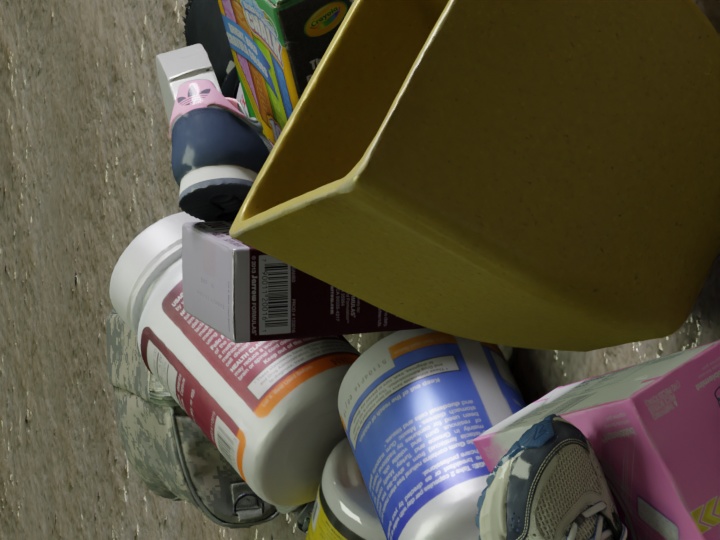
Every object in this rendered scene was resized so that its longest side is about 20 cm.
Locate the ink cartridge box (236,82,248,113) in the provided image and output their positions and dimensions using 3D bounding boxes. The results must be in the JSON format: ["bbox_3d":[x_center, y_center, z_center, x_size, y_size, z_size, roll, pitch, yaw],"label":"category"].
[{"bbox_3d":[-0.022,-0.086,1.706,0.200,0.085,0.145,-110,27,-42],"label":"ink cartridge box"}]

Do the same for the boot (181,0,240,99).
[{"bbox_3d":[-0.085,-0.173,1.880,0.198,0.073,0.163,109,149,-54],"label":"boot"}]

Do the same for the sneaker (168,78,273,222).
[{"bbox_3d":[-0.073,-0.068,1.551,0.200,0.070,0.082,51,-152,-76],"label":"sneaker"}]

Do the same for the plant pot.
[{"bbox_3d":[0.086,-0.061,1.233,0.196,0.200,0.194,-63,15,-16],"label":"plant pot"}]

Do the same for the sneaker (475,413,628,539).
[{"bbox_3d":[0.121,0.153,1.184,0.085,0.077,0.200,24,145,41],"label":"sneaker"}]

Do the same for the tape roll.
[{"bbox_3d":[-0.110,-0.070,1.805,0.203,0.037,0.203,164,90,-84],"label":"tape roll"}]

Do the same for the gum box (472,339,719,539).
[{"bbox_3d":[0.144,0.113,1.250,0.114,0.066,0.200,62,157,-1],"label":"gum box"}]

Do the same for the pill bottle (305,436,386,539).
[{"bbox_3d":[0.012,0.210,1.601,0.111,0.111,0.200,-115,30,-46],"label":"pill bottle"}]

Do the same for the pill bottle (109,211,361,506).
[{"bbox_3d":[-0.078,0.055,1.625,0.200,0.114,0.114,46,137,35],"label":"pill bottle"}]

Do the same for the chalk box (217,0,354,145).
[{"bbox_3d":[-0.015,-0.172,1.524,0.124,0.125,0.200,48,157,49],"label":"chalk box"}]

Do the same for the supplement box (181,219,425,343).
[{"bbox_3d":[0.000,0.000,1.489,0.109,0.200,0.061,-155,64,-66],"label":"supplement box"}]

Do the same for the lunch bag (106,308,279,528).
[{"bbox_3d":[-0.119,0.110,1.896,0.200,0.139,0.168,-170,80,-69],"label":"lunch bag"}]

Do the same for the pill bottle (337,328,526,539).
[{"bbox_3d":[0.064,0.136,1.455,0.200,0.112,0.112,-112,29,-43],"label":"pill bottle"}]

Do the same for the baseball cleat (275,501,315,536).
[{"bbox_3d":[-0.023,0.183,1.696,0.070,0.106,0.200,-111,30,-71],"label":"baseball cleat"}]
